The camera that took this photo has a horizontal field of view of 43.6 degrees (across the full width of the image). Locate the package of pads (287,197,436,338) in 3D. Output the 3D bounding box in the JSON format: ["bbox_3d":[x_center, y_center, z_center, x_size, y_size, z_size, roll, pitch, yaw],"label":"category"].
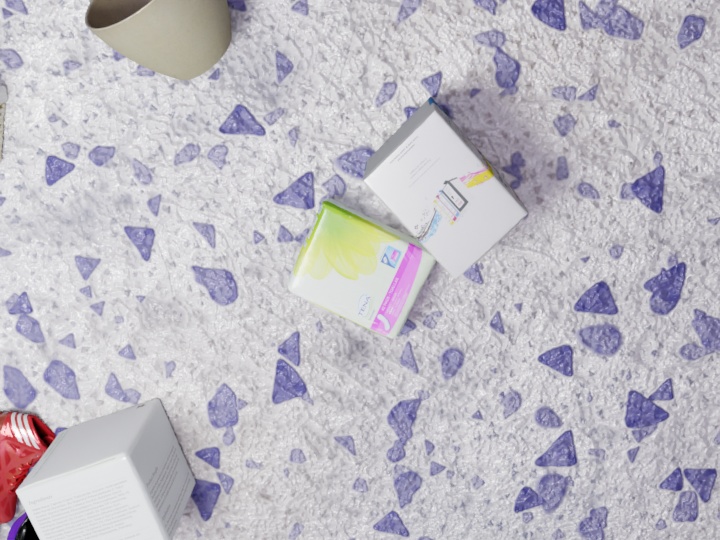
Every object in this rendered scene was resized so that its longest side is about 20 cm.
[{"bbox_3d":[0.000,0.000,1.396,0.197,0.068,0.157,25,105,-5],"label":"package of pads"}]

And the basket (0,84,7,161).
[{"bbox_3d":[-0.637,-0.212,1.321,0.195,0.136,0.126,8,111,-1],"label":"basket"}]

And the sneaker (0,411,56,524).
[{"bbox_3d":[-0.571,0.335,1.513,0.113,0.079,0.204,2,108,3],"label":"sneaker"}]

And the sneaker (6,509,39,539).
[{"bbox_3d":[-0.558,0.445,1.530,0.069,0.100,0.201,37,110,-9],"label":"sneaker"}]

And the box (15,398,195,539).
[{"bbox_3d":[-0.400,0.347,1.446,0.196,0.199,0.174,-18,106,8],"label":"box"}]

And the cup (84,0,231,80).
[{"bbox_3d":[-0.260,-0.352,1.250,0.198,0.202,0.144,-31,131,11],"label":"cup"}]

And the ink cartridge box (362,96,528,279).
[{"bbox_3d":[0.121,-0.122,1.313,0.144,0.148,0.200,-42,102,13],"label":"ink cartridge box"}]
